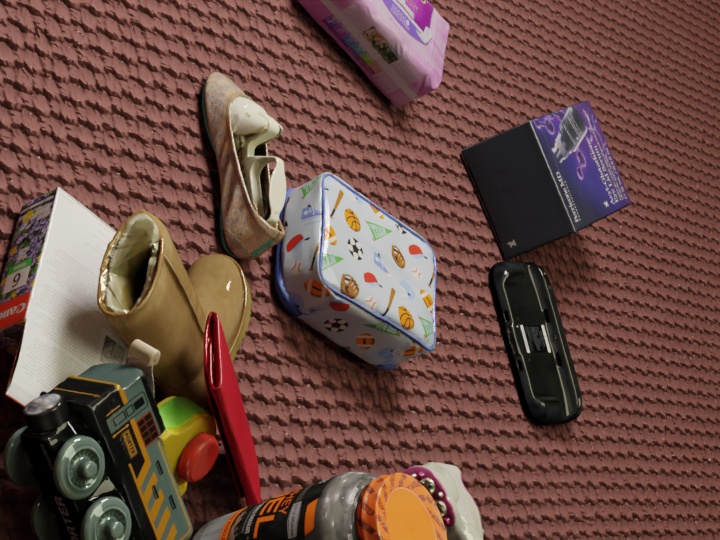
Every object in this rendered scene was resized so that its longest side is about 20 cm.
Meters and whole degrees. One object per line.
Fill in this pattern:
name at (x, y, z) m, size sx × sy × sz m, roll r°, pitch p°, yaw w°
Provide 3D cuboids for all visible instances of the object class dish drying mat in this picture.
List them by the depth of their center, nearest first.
dish drying mat at (-0.108, 0.122, 1.401) m, size 0.200 × 0.018 × 0.077 m, roll 80°, pitch 4°, yaw -53°

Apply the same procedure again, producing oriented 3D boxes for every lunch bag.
lunch bag at (0.000, 0.000, 1.691) m, size 0.200 × 0.075 × 0.161 m, roll 35°, pitch 41°, yaw -39°

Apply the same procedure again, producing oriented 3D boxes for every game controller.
game controller at (0.207, 0.084, 1.990) m, size 0.104 × 0.042 × 0.201 m, roll -1°, pitch 71°, yaw -41°

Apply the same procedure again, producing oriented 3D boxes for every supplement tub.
supplement tub at (-0.036, 0.237, 1.367) m, size 0.122 × 0.199 × 0.123 m, roll 35°, pitch 44°, yaw -41°

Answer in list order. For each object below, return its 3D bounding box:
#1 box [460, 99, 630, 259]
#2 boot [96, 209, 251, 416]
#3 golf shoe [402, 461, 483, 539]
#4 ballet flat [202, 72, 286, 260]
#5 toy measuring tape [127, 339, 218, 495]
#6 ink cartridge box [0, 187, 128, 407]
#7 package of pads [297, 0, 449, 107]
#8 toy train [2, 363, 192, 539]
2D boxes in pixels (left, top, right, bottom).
box at (0.232, -0.114, 2.078) m, size 0.200 × 0.104 × 0.149 m, roll -26°, pitch 93°, yaw -59°
boot at (-0.149, 0.014, 1.384) m, size 0.200 × 0.066 × 0.176 m, roll 70°, pitch 20°, yaw -55°
golf shoe at (0.104, 0.281, 1.672) m, size 0.091 × 0.075 × 0.201 m, roll -15°, pitch 85°, yaw -61°
ballet flat at (-0.103, -0.107, 1.608) m, size 0.068 × 0.067 × 0.201 m, roll 16°, pitch 58°, yaw -52°
toy measuring tape at (-0.149, 0.111, 1.333) m, size 0.200 × 0.073 × 0.074 m, roll 92°, pitch 8°, yaw -46°
ink cartridge box at (-0.236, 0.046, 1.331) m, size 0.109 × 0.050 × 0.201 m, roll 41°, pitch 41°, yaw -37°
package of pads at (0.014, -0.293, 1.891) m, size 0.200 × 0.075 × 0.121 m, roll 43°, pitch 40°, yaw -33°
toy train at (-0.185, 0.166, 1.254) m, size 0.114 × 0.085 × 0.201 m, roll -39°, pitch 121°, yaw -39°
